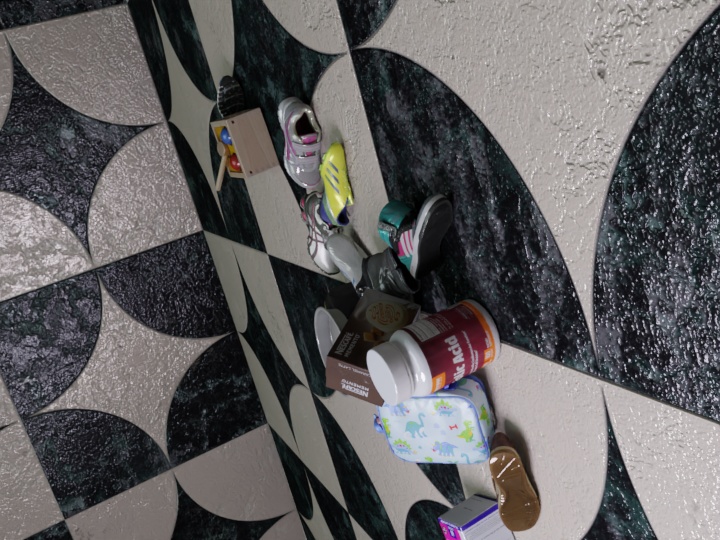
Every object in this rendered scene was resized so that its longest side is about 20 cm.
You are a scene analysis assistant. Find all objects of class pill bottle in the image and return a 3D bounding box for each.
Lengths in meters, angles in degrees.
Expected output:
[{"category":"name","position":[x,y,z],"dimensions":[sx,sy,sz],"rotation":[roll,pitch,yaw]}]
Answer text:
[{"category":"pill bottle","position":[0.118,0.134,1.118],"dimensions":[0.114,0.198,0.115],"rotation":[50,153,38]}]

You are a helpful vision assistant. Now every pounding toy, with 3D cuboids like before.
[{"category":"pounding toy","position":[-0.333,-0.322,1.855],"dimensions":[0.199,0.141,0.186],"rotation":[17,129,61]}]

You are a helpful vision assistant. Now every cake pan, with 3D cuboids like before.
[{"category":"cake pan","position":[-0.045,0.170,1.479],"dimensions":[0.201,0.036,0.202],"rotation":[52,151,44]}]

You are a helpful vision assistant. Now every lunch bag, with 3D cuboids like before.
[{"category":"lunch bag","position":[0.136,0.262,1.230],"dimensions":[0.198,0.083,0.162],"rotation":[-7,116,29]}]

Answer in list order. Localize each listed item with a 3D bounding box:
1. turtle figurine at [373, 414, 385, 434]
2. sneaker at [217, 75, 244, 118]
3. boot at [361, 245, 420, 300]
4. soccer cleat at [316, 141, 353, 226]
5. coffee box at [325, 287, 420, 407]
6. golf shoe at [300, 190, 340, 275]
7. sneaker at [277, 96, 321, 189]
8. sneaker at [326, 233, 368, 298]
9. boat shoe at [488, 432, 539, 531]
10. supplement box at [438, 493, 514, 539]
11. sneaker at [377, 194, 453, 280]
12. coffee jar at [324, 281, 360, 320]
[{"category":"turtle figurine","position":[0.129,0.245,1.376],"dimensions":[0.144,0.197,0.196],"rotation":[-104,27,-56]},{"category":"sneaker","position":[-0.369,-0.454,1.928],"dimensions":[0.090,0.078,0.202],"rotation":[54,155,41]},{"category":"boot","position":[0.076,0.050,1.336],"dimensions":[0.202,0.069,0.131],"rotation":[62,151,-3]},{"category":"soccer cleat","position":[-0.044,-0.178,1.441],"dimensions":[0.083,0.065,0.202],"rotation":[26,137,18]},{"category":"coffee box","position":[0.025,0.134,1.250],"dimensions":[0.113,0.200,0.080],"rotation":[17,130,15]},{"category":"golf shoe","position":[-0.082,-0.083,1.583],"dimensions":[0.088,0.077,0.202],"rotation":[2,112,60]},{"category":"sneaker","position":[-0.125,-0.272,1.494],"dimensions":[0.088,0.081,0.202],"rotation":[31,138,60]},{"category":"sneaker","position":[0.000,0.000,1.487],"dimensions":[0.201,0.072,0.072],"rotation":[53,-170,21]},{"category":"boat shoe","position":[0.262,0.367,1.196],"dimensions":[0.072,0.071,0.202],"rotation":[-87,-22,-61]},{"category":"supplement box","position":[0.248,0.561,1.347],"dimensions":[0.202,0.103,0.101],"rotation":[67,158,0]},{"category":"sneaker","position":[0.087,-0.084,1.161],"dimensions":[0.121,0.083,0.201],"rotation":[47,153,24]},{"category":"coffee jar","position":[-0.038,0.109,1.612],"dimensions":[0.086,0.103,0.201],"rotation":[59,158,23]}]
